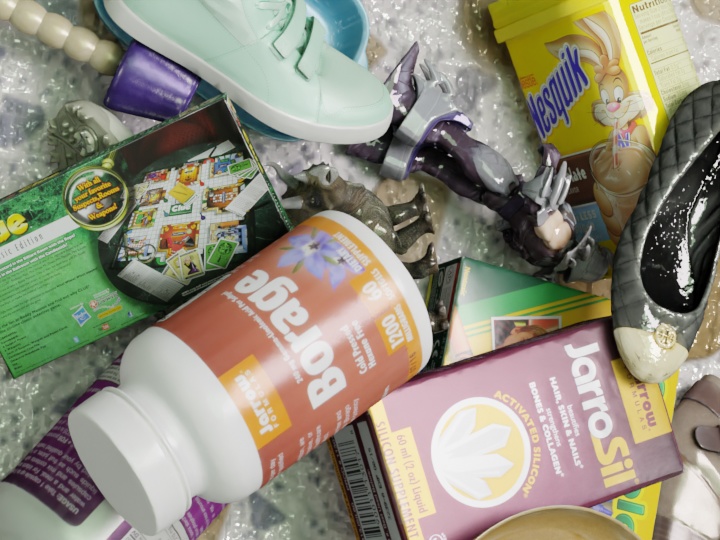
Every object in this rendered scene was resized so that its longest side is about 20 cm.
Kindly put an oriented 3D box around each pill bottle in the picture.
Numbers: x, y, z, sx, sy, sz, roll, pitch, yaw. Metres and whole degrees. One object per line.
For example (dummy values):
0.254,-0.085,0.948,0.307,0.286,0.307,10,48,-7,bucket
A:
-0.064,0.061,1.408,0.200,0.112,0.113,-35,96,-23,pill bottle
-0.154,0.141,1.482,0.112,0.112,0.200,46,69,-10,pill bottle

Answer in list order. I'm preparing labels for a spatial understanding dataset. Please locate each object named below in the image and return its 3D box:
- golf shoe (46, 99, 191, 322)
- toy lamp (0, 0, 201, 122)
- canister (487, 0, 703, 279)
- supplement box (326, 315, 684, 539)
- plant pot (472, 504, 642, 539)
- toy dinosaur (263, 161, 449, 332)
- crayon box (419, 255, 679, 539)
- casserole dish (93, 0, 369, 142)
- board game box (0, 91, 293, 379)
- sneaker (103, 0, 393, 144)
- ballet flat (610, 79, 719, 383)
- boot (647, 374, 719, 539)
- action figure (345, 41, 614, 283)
-0.116,-0.035,1.553,0.200,0.078,0.097,54,49,-11,golf shoe
-0.193,-0.151,1.513,0.199,0.058,0.059,26,74,-5,toy lamp
0.172,-0.102,1.622,0.086,0.148,0.201,-21,93,-23,canister
0.088,0.106,1.531,0.199,0.086,0.111,-17,89,-23,supplement box
0.106,0.239,1.482,0.199,0.027,0.202,-4,98,-29,plant pot
0.000,0.000,1.568,0.101,0.077,0.201,-9,122,0,toy dinosaur
0.115,0.111,1.620,0.171,0.058,0.201,15,78,-19,crayon box
-0.087,-0.165,1.587,0.199,0.039,0.122,33,73,-14,casserole dish
-0.147,-0.020,1.490,0.199,0.023,0.105,-24,103,11,board game box
-0.044,-0.158,1.495,0.200,0.118,0.074,27,36,-20,sneaker
0.202,-0.027,1.521,0.066,0.057,0.201,21,79,-22,ballet flat
0.277,0.170,1.675,0.200,0.070,0.147,36,64,-21,boot
0.090,-0.056,1.600,0.200,0.130,0.070,37,69,-1,action figure
